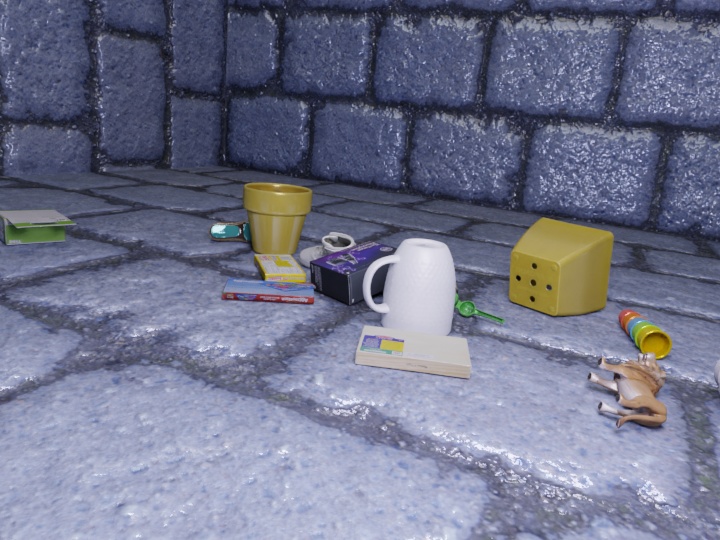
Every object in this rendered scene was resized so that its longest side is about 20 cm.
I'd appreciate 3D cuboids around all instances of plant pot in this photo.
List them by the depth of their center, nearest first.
[{"bbox_3d":[0.469,0.005,1.414,0.176,0.201,0.199,-21,28,-36],"label":"plant pot"},{"bbox_3d":[-0.245,-0.149,1.695,0.199,0.190,0.201,5,14,-1],"label":"plant pot"}]

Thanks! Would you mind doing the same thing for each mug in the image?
[{"bbox_3d":[0.098,0.030,1.173,0.199,0.177,0.148,0,16,-22],"label":"mug"}]

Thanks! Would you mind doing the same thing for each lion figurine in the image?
[{"bbox_3d":[0.435,0.197,0.911,0.122,0.073,0.200,19,30,2],"label":"lion figurine"}]

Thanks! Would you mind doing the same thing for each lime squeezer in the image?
[{"bbox_3d":[0.217,0.070,1.276,0.199,0.038,0.071,33,-3,4],"label":"lime squeezer"}]

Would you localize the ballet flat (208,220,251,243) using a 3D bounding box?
[{"bbox_3d":[-0.367,-0.120,1.793,0.199,0.071,0.065,5,0,-17],"label":"ballet flat"}]

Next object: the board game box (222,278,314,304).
[{"bbox_3d":[-0.205,0.047,1.309,0.198,0.020,0.103,4,16,-7],"label":"board game box"}]

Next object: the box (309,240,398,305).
[{"bbox_3d":[0.000,0.000,1.383,0.199,0.079,0.141,-22,31,-39],"label":"box"}]

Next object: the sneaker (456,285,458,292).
[{"bbox_3d":[0.202,0.021,1.464,0.088,0.077,0.200,8,15,-26],"label":"sneaker"}]

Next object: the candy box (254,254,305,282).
[{"bbox_3d":[-0.211,-0.007,1.496,0.101,0.027,0.200,-2,16,-18],"label":"candy box"}]

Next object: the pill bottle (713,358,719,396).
[{"bbox_3d":[0.618,0.194,0.877,0.110,0.112,0.200,8,14,9],"label":"pill bottle"}]

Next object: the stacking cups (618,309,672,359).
[{"bbox_3d":[0.600,0.129,1.236,0.060,0.061,0.200,8,11,10],"label":"stacking cups"}]

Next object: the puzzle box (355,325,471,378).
[{"bbox_3d":[0.095,0.143,1.042,0.198,0.026,0.133,7,15,6],"label":"puzzle box"}]

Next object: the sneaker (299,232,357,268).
[{"bbox_3d":[-0.088,-0.058,1.517,0.199,0.074,0.116,3,-32,26],"label":"sneaker"}]

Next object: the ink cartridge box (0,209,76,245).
[{"bbox_3d":[-0.859,-0.107,1.537,0.147,0.076,0.199,-8,21,-43],"label":"ink cartridge box"}]
